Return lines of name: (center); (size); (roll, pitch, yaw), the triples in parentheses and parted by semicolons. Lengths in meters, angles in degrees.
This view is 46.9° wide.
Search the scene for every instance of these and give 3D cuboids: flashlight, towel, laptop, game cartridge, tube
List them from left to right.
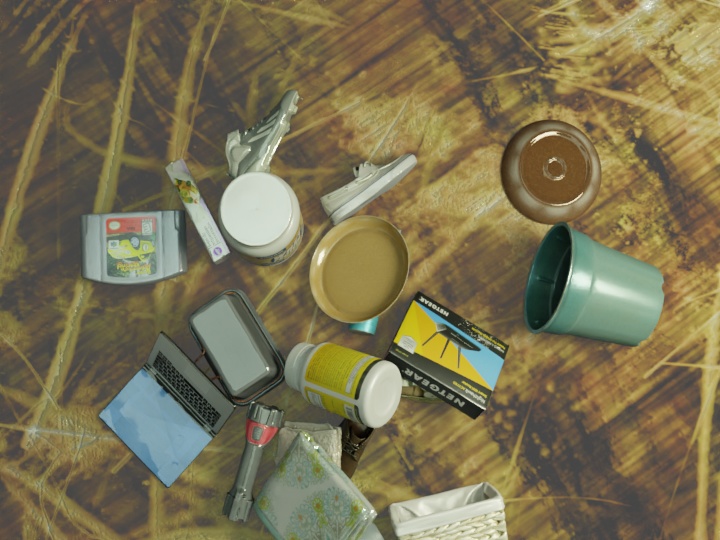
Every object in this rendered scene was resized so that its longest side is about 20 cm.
game cartridge: (-0.421, -0.040, 1.540); (0.194, 0.041, 0.137); (-4, 88, -2)
laptop: (-0.345, 0.249, 1.472); (0.187, 0.201, 0.116); (43, 50, 4)
flashlight: (-0.195, 0.341, 1.491); (0.067, 0.067, 0.205); (17, 87, -38)
towel: (-0.091, 0.371, 1.470); (0.130, 0.034, 0.206); (-4, 84, 33)
towel: (-0.081, 0.406, 1.417); (0.200, 0.048, 0.173); (42, 105, 26)
tube: (0.020, 0.016, 1.540); (0.075, 0.050, 0.205); (10, 80, 4)

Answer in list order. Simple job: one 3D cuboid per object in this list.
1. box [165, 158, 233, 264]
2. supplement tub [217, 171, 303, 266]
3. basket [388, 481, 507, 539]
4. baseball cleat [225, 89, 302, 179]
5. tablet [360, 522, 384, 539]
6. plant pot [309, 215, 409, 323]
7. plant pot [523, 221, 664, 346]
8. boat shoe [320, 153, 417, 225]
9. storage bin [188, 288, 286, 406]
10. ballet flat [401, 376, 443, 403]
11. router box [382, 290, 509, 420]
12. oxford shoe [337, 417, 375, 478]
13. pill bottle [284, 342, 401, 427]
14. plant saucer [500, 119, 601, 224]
box: (-0.301, -0.110, 1.548); (0.038, 0.041, 0.203); (-28, 86, -3)
supplement tub: (-0.175, -0.090, 1.468); (0.140, 0.200, 0.149); (0, 84, -1)
basket: (0.156, 0.463, 1.450); (0.195, 0.136, 0.127); (-12, 88, -3)
baseball cleat: (-0.190, -0.259, 1.552); (0.104, 0.070, 0.204); (24, 83, 1)
tablet: (0.022, 0.574, 1.493); (0.129, 0.014, 0.202); (-32, 86, -5)
plant pot: (0.000, 0.000, 1.516); (0.195, 0.027, 0.205); (-8, 68, 20)
plant pot: (0.419, 0.039, 1.481); (0.191, 0.200, 0.205); (16, 83, -7)
boat shoe: (0.012, -0.169, 1.550); (0.198, 0.071, 0.071); (-35, 85, 0)
storage bin: (-0.234, 0.138, 1.475); (0.144, 0.134, 0.203); (-32, 84, -5)
ballet flat: (0.096, 0.203, 1.509); (0.194, 0.071, 0.073); (7, 83, -1)
router box: (0.154, 0.150, 1.490); (0.197, 0.051, 0.151); (30, 53, 1)
oxford shoe: (-0.023, 0.310, 1.486); (0.071, 0.084, 0.204); (25, 85, 0)
pill bottle: (-0.034, 0.191, 1.449); (0.197, 0.112, 0.115); (14, 82, 35)
plant saucer: (0.366, -0.191, 1.575); (0.195, 0.037, 0.206); (0, 83, -2)
